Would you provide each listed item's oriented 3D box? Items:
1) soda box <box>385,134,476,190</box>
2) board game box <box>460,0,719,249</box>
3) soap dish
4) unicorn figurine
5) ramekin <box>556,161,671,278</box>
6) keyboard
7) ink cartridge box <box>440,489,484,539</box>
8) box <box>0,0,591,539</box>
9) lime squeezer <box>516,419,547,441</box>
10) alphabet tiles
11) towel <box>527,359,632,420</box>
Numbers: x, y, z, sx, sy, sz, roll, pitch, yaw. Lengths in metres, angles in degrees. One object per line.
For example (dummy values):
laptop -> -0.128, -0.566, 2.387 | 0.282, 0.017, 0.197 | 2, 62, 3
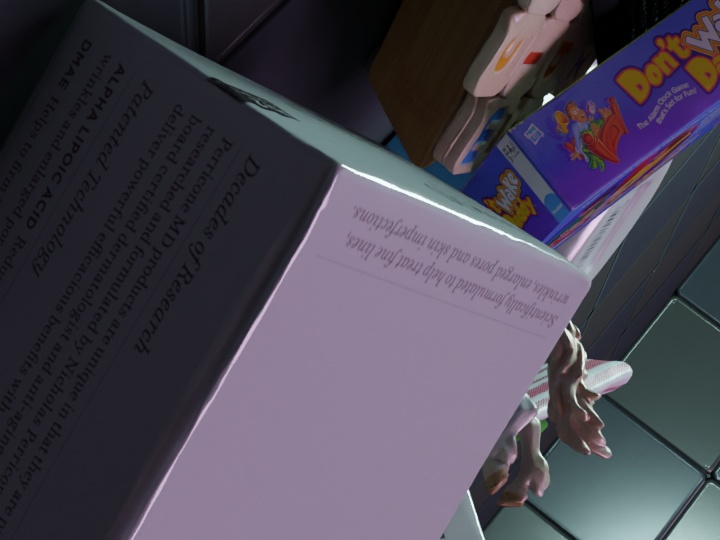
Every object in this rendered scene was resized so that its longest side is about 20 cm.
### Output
soda box -> 0.000, 0.000, 0.982 | 0.200, 0.068, 0.064 | -46, 165, -28
board game box -> 0.134, -0.074, 0.824 | 0.200, 0.045, 0.135 | -36, 173, -23
soap dish -> 0.095, -0.151, 0.892 | 0.200, 0.081, 0.158 | -36, 159, -52
unicorn figurine -> 0.021, 0.048, 0.874 | 0.074, 0.199, 0.138 | 139, -48, -64
ramekin -> 0.143, -0.052, 1.273 | 0.201, 0.098, 0.201 | -49, 166, -17
keyboard -> 0.154, -0.136, 0.823 | 0.104, 0.040, 0.200 | -53, 169, 1
ink cartridge box -> -0.032, 0.159, 0.871 | 0.199, 0.177, 0.045 | -4, 146, -20
box -> -0.049, 0.039, 0.639 | 0.201, 0.130, 0.199 | -59, 148, 7
lime squeezer -> 0.030, 0.119, 1.144 | 0.199, 0.038, 0.071 | -9, -138, 51
alphabet tiles -> 0.100, -0.129, 0.763 | 0.201, 0.015, 0.195 | -57, 168, 16
towel -> 0.057, 0.092, 1.100 | 0.199, 0.030, 0.146 | -9, -171, 45
